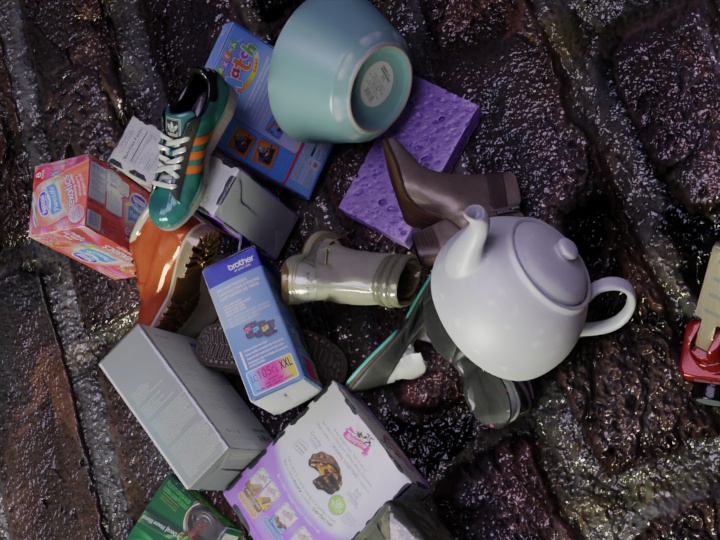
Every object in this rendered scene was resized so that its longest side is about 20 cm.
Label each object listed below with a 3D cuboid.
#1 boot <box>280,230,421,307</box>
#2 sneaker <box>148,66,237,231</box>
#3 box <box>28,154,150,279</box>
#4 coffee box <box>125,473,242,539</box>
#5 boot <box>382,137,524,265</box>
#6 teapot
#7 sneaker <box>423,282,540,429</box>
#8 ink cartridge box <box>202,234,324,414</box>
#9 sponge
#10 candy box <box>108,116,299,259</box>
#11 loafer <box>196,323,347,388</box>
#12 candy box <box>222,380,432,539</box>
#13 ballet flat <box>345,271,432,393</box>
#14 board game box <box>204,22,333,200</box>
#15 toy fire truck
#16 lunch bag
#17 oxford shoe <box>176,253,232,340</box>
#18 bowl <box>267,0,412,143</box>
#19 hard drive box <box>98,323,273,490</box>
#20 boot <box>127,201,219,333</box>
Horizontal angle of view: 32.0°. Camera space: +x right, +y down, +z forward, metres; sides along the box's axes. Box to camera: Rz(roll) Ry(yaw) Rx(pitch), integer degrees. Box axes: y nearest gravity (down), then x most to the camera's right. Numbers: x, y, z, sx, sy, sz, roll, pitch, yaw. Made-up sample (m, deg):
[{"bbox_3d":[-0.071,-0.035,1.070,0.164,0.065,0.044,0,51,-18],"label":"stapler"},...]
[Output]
[{"bbox_3d":[0.000,0.000,1.524,0.152,0.200,0.073,1,104,14],"label":"boot"},{"bbox_3d":[-0.217,-0.151,1.509,0.071,0.080,0.203,13,78,29],"label":"sneaker"},{"bbox_3d":[-0.346,-0.068,1.689,0.093,0.200,0.104,-8,71,23],"label":"box"},{"bbox_3d":[-0.250,0.377,1.587,0.122,0.044,0.201,35,91,31],"label":"coffee box"},{"bbox_3d":[0.120,-0.092,1.532,0.144,0.070,0.202,-16,68,-3],"label":"boot"},{"bbox_3d":[0.187,0.015,1.381,0.146,0.199,0.198,-40,82,36],"label":"teapot"},{"bbox_3d":[0.143,0.087,1.464,0.080,0.086,0.202,-35,69,41],"label":"sneaker"},{"bbox_3d":[-0.120,0.060,1.499,0.076,0.137,0.202,-25,75,2],"label":"ink cartridge box"},{"bbox_3d":[0.064,-0.141,1.608,0.111,0.030,0.202,27,86,30],"label":"sponge"},{"bbox_3d":[-0.204,-0.107,1.641,0.199,0.168,0.072,27,84,31],"label":"candy box"},{"bbox_3d":[-0.108,0.109,1.594,0.197,0.068,0.077,12,80,13],"label":"loafer"},{"bbox_3d":[-0.041,0.265,1.504,0.200,0.071,0.168,-45,60,8],"label":"candy box"},{"bbox_3d":[0.066,0.082,1.511,0.068,0.068,0.201,37,87,9],"label":"ballet flat"},{"bbox_3d":[-0.121,-0.205,1.630,0.036,0.199,0.153,15,78,60],"label":"board game box"},{"bbox_3d":[0.409,0.066,1.270,0.174,0.200,0.131,8,77,28],"label":"toy fire truck"},{"bbox_3d":[0.035,0.379,1.401,0.164,0.117,0.200,46,103,21],"label":"lunch bag"},{"bbox_3d":[-0.235,0.056,1.666,0.071,0.074,0.201,38,91,33],"label":"oxford shoe"},{"bbox_3d":[-0.009,-0.241,1.572,0.104,0.200,0.202,29,87,38],"label":"bowl"},{"bbox_3d":[-0.208,0.172,1.555,0.077,0.156,0.201,-43,68,8],"label":"hard drive box"},{"bbox_3d":[-0.256,0.006,1.591,0.107,0.075,0.202,33,116,17],"label":"boot"}]
